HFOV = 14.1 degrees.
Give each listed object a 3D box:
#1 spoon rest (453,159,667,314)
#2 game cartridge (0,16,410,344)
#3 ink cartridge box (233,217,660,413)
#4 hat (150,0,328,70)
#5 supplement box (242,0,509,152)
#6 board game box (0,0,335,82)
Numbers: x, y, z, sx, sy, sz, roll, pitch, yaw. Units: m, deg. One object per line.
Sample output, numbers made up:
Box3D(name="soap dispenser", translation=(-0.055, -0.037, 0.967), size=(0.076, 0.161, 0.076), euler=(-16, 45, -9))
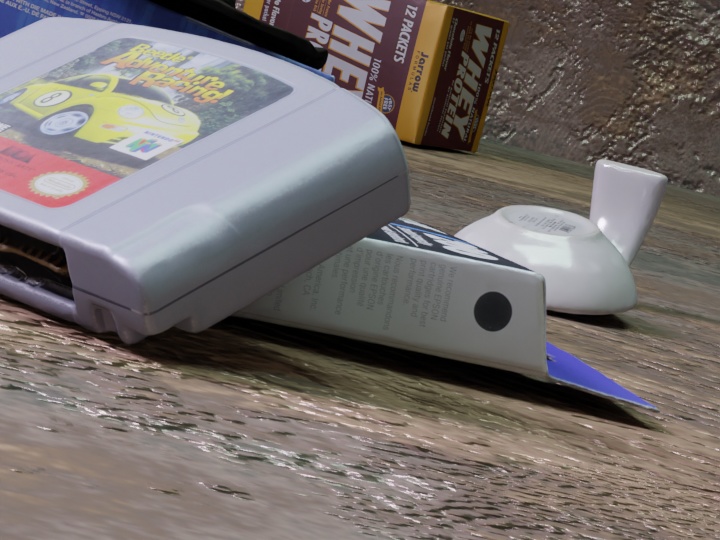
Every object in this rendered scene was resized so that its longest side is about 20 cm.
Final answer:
Box3D(name="spoon rest", translation=(0.104, -0.006, 1.456), size=(0.099, 0.061, 0.200), euler=(15, 18, 19))
Box3D(name="game cartridge", translation=(-0.085, -0.037, 0.977), size=(0.133, 0.041, 0.200), euler=(-26, 31, -37))
Box3D(name="ink cartridge box", translation=(0.000, 0.000, 1.102), size=(0.199, 0.044, 0.198), euler=(14, 4, -12))
Box3D(name="hat", translation=(-0.098, -0.146, 1.176), size=(0.200, 0.081, 0.201), euler=(20, -8, 3))
Box3D(name="supplement box", translation=(0.009, -0.203, 2.777), size=(0.199, 0.133, 0.197), euler=(16, 5, 19))
Box3D(name="board game box", translation=(-0.132, -0.089, 1.189), size=(0.199, 0.044, 0.199), euler=(22, -9, -16))
